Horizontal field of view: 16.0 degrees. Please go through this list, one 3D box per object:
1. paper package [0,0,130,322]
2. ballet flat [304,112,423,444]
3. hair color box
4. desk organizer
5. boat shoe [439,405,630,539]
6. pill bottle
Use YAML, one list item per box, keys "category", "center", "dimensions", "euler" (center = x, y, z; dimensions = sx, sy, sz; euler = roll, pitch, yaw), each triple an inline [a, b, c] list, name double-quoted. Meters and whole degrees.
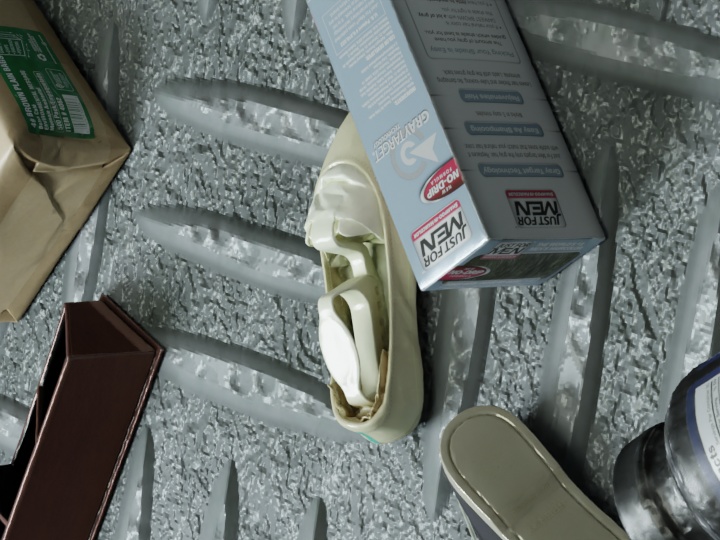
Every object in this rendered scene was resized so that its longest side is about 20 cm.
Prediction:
- category: "paper package"
  center: [-0.275, -0.090, 1.719]
  dimensions: [0.191, 0.103, 0.200]
  euler: [-53, 56, 32]
- category: "ballet flat"
  center: [0.000, 0.000, 1.472]
  dimensions: [0.069, 0.069, 0.201]
  euler: [-11, 83, 45]
- category: "hair color box"
  center: [0.048, -0.091, 1.396]
  dimensions: [0.061, 0.099, 0.201]
  euler: [-37, 66, 39]
- category: "desk organizer"
  center: [-0.208, 0.120, 1.676]
  dimensions: [0.072, 0.077, 0.201]
  euler: [39, 118, 37]
- category: "boat shoe"
  center: [0.111, 0.164, 1.386]
  dimensions: [0.200, 0.073, 0.063]
  euler: [55, 170, 22]
- category: "pill bottle"
  center: [0.218, 0.075, 1.223]
  dimensions: [0.200, 0.112, 0.112]
  euler: [-38, 65, 40]
